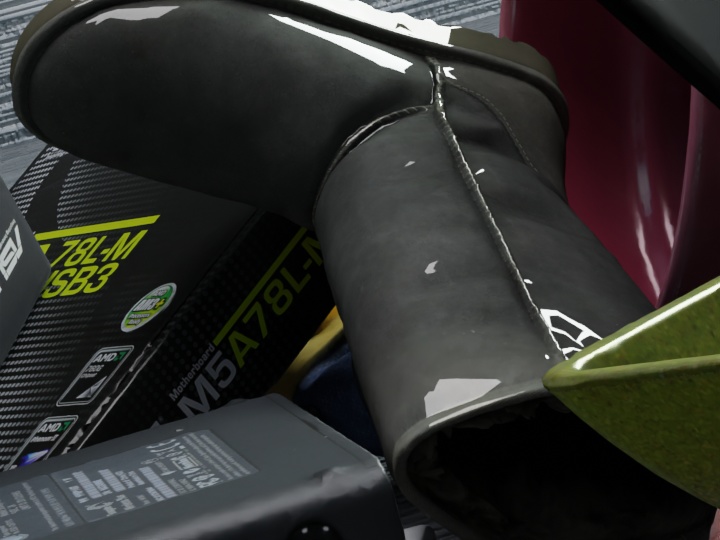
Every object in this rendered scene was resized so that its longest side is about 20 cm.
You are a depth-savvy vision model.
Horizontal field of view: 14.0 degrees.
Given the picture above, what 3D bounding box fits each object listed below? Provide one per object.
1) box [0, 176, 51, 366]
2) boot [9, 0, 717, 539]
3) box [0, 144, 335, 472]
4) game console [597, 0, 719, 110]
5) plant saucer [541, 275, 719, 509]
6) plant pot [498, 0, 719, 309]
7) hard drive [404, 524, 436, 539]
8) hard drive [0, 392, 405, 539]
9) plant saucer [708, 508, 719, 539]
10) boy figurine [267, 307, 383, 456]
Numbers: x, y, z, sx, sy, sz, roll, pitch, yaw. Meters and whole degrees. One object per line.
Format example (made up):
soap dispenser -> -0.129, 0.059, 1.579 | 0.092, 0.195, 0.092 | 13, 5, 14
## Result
box -> -0.199, 0.057, 0.888 | 0.161, 0.049, 0.200 | -11, 35, 25
boot -> -0.001, -0.002, 0.781 | 0.181, 0.073, 0.200 | 3, 38, -11
box -> -0.085, 0.016, 0.944 | 0.200, 0.048, 0.193 | -7, 42, 53
game console -> 0.150, -0.111, 0.701 | 0.176, 0.117, 0.200 | -8, 25, 41
plant saucer -> 0.171, 0.006, 0.586 | 0.200, 0.048, 0.200 | -9, 10, 39
plant pot -> 0.153, -0.062, 0.899 | 0.178, 0.201, 0.200 | -1, 5, -12
hard drive -> -0.083, 0.107, 0.687 | 0.199, 0.027, 0.132 | -13, 8, 9
hard drive -> -0.099, 0.078, 0.701 | 0.199, 0.033, 0.140 | -16, 8, -11
plant saucer -> 0.174, 0.046, 0.607 | 0.199, 0.037, 0.200 | -13, 7, 13
boy figurine -> -0.008, 0.021, 0.960 | 0.124, 0.065, 0.200 | -41, 21, -18
